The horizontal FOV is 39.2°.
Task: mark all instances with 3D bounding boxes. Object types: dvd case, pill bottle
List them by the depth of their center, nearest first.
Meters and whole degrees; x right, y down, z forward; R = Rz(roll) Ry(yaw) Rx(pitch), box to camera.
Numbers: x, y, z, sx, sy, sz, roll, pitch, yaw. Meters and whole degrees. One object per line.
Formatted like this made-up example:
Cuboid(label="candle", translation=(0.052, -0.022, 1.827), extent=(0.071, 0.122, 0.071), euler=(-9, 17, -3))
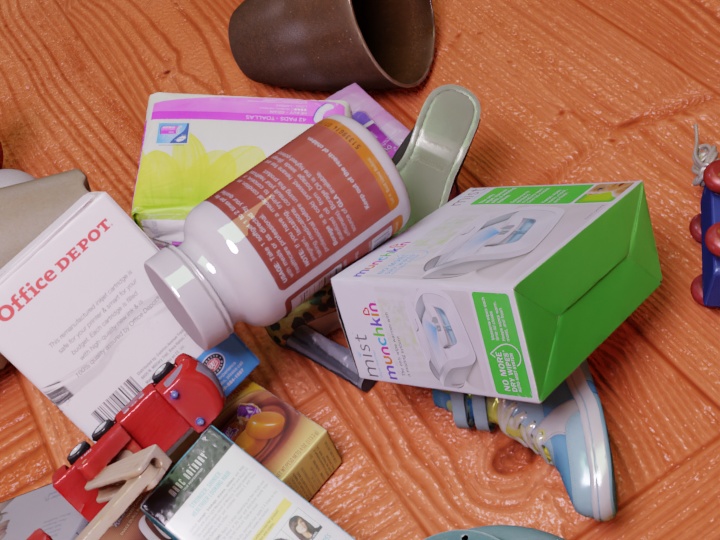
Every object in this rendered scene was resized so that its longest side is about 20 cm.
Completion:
Cuboid(label="pill bottle", translation=(-0.067, -0.029, 0.807), extent=(0.200, 0.112, 0.112), euler=(-36, 49, -18))
Cuboid(label="dvd case", translation=(-0.284, 0.236, 0.816), extent=(0.142, 0.018, 0.200), euler=(-21, 20, 15))

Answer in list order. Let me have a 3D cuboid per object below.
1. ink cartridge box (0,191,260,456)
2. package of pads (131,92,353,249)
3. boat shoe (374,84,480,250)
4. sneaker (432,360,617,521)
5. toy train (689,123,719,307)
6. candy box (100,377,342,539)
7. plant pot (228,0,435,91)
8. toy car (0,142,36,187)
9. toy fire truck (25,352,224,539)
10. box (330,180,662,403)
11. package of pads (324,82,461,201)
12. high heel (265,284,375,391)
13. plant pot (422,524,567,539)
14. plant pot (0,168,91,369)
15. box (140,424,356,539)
Cuboid(label="ink cartridge box", translation=(-0.208, 0.053, 0.847), extent=(0.146, 0.200, 0.084), euler=(-44, 19, -14))
Cuboid(label="package of pads", translation=(-0.105, -0.087, 0.938), extent=(0.199, 0.068, 0.155), euler=(1, 56, -2))
Cuboid(label="boat shoe", translation=(0.049, -0.072, 0.919), extent=(0.072, 0.061, 0.202), euler=(29, 74, 5))
Cuboid(label="sneaker", translation=(0.127, 0.122, 0.808), extent=(0.130, 0.080, 0.200), euler=(-13, 39, 6))
Cuboid(label="toy train", translation=(0.352, -0.057, 0.882), extent=(0.115, 0.085, 0.201), euler=(6, 53, 10))
Cuboid(label="candy box", translation=(-0.125, 0.194, 0.846), extent=(0.116, 0.057, 0.200), euler=(28, 63, 34))
Cuboid(label="plant pot", translation=(-0.046, -0.281, 1.149), extent=(0.199, 0.187, 0.188), euler=(-7, 48, 32))
Cuboid(label="toy car", translation=(-0.412, -0.086, 1.138), extent=(0.199, 0.185, 0.177), euler=(26, 29, -10))
Cuboid(label="toy fire truck", translation=(-0.176, 0.150, 0.746), extent=(0.200, 0.049, 0.141), euler=(-44, 17, -11))
Cuboid(label="box", translation=(0.111, 0.010, 0.803), extent=(0.176, 0.097, 0.200), euler=(3, 27, 44))
Cuboid(label="package of pads", translation=(0.001, -0.102, 1.037), extent=(0.120, 0.076, 0.200), euler=(-35, 49, -8))
Cuboid(label="high heel", translation=(0.000, 0.000, 0.950), extent=(0.142, 0.071, 0.200), euler=(28, 73, 27))
Cuboid(label="plant pot", translation=(0.083, 0.247, 0.647), extent=(0.200, 0.134, 0.201), euler=(-21, 44, 22))
Cuboid(label="plant pot", translation=(-0.340, -0.008, 1.016), extent=(0.183, 0.201, 0.201), euler=(-24, 47, -18))
Cuboid(label="box", translation=(-0.063, 0.213, 0.763), extent=(0.200, 0.049, 0.082), euler=(36, 67, 12))
